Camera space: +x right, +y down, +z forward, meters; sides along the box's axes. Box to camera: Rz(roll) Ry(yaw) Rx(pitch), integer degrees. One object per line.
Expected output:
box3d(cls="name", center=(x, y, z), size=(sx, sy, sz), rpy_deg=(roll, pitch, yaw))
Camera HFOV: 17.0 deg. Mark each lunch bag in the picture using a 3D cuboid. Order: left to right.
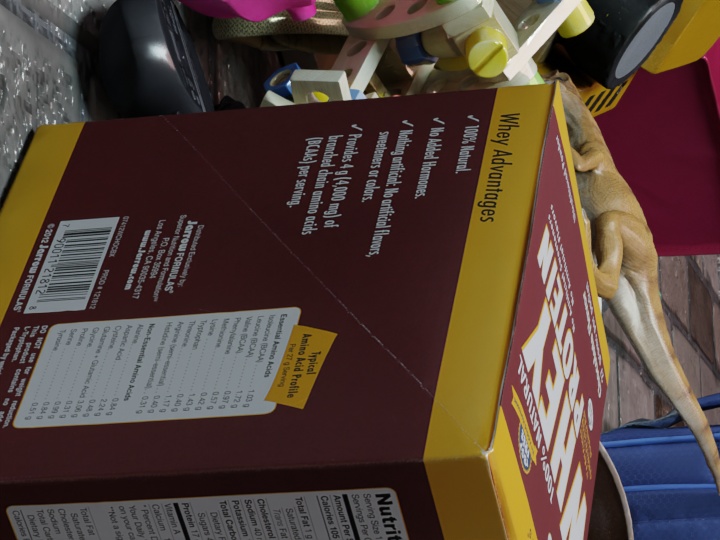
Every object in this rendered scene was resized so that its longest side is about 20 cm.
box3d(cls="lunch bag", center=(0.200, 0.124, 1.196), size=(0.136, 0.199, 0.133), rpy_deg=(2, 81, -70))

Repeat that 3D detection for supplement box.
box3d(cls="supplement box", center=(-0.027, 0.050, 0.836), size=(0.198, 0.198, 0.133), rpy_deg=(-76, 157, -50))

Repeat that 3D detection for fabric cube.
box3d(cls="fabric cube", center=(0.146, -0.142, 1.555), size=(0.197, 0.198, 0.200), rpy_deg=(68, 25, -51))

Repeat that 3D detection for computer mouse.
box3d(cls="computer mouse", center=(-0.077, -0.070, 1.026), size=(0.200, 0.034, 0.059), rpy_deg=(50, 22, -74))

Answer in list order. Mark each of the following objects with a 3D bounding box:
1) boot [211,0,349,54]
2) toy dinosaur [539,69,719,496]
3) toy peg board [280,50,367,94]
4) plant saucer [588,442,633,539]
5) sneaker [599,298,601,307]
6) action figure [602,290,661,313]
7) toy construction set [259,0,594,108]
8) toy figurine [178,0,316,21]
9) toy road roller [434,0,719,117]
box3d(cls="boot", center=(-0.011, -0.180, 1.136), size=(0.200, 0.072, 0.157), rpy_deg=(-11, 94, -58))
box3d(cls="toy dinosaur", center=(0.107, -0.003, 1.012), size=(0.106, 0.060, 0.201), rpy_deg=(-3, 69, -48))
box3d(cls="toy peg board", center=(0.026, -0.157, 1.295), size=(0.201, 0.097, 0.200), rpy_deg=(-78, 158, -46))
box3d(cls="plant saucer", center=(0.029, 0.138, 1.107), size=(0.034, 0.199, 0.202), rpy_deg=(-159, -119, -71))
box3d(cls="sneaker", center=(0.080, 0.022, 1.077), size=(0.073, 0.072, 0.200), rpy_deg=(52, 36, -20))
box3d(cls="action figure", center=(0.096, -0.075, 1.269), size=(0.118, 0.054, 0.201), rpy_deg=(35, 37, -58))
box3d(cls="toy construction set", center=(0.009, -0.064, 0.990), size=(0.093, 0.130, 0.200), rpy_deg=(63, 35, -15))
box3d(cls="toy figurine", center=(-0.048, -0.196, 0.984), size=(0.150, 0.199, 0.185), rpy_deg=(23, -80, 66))
box3d(cls="toy road roller", center=(0.085, -0.117, 1.161), size=(0.146, 0.123, 0.200), rpy_deg=(-57, 165, 24))
